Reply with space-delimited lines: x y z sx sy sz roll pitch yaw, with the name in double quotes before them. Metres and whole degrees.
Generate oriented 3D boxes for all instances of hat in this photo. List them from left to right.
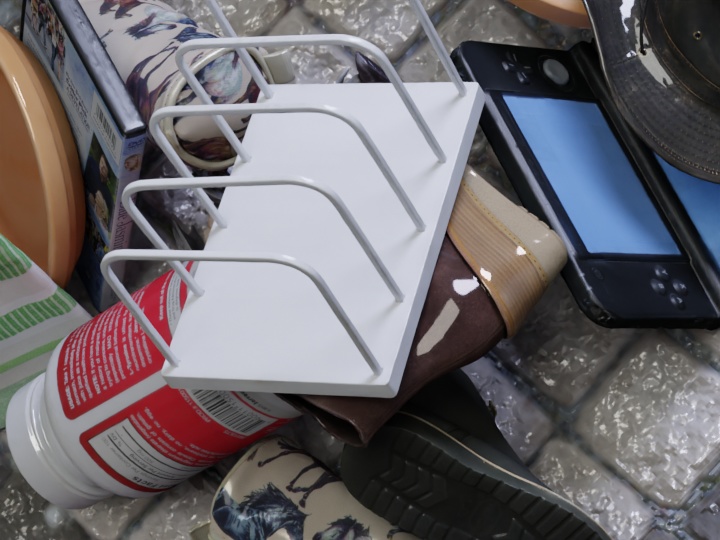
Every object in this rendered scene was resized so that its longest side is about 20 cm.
"hat" 0.223 -0.152 1.530 0.200 0.081 0.201 8 68 -19

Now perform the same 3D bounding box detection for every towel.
"towel" -0.250 0.040 1.634 0.152 0.200 0.023 -24 51 13

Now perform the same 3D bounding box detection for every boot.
"boot" 0.000 0.000 1.517 0.166 0.072 0.200 -39 44 -16
"boot" 0.085 0.120 1.554 0.200 0.138 0.077 39 112 -10

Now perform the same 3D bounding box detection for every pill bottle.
"pill bottle" -0.113 0.066 1.601 0.200 0.112 0.112 -30 63 32

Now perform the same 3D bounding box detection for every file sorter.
"file sorter" -0.039 -0.050 1.454 0.139 0.125 0.200 1 57 27

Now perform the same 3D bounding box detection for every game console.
"game console" 0.177 -0.077 1.559 0.116 0.176 0.200 -46 59 34

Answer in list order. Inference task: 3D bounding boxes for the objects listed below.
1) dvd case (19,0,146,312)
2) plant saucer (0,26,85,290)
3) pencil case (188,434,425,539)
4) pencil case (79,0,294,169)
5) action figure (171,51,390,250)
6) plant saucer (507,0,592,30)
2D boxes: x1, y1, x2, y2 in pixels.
"dvd case" -0.175 -0.083 1.657 0.018 0.200 0.143 -19 63 -21
"plant saucer" -0.222 -0.069 1.685 0.037 0.200 0.200 -17 61 -28
"pencil case" -0.001 0.182 1.558 0.200 0.078 0.089 36 71 26
"pencil case" -0.121 -0.126 1.657 0.089 0.078 0.200 -21 29 -22
"action figure" -0.043 -0.037 1.653 0.200 0.069 0.130 -44 73 7
"plant saucer" 0.131 -0.236 1.598 0.200 0.032 0.201 8 64 -17
